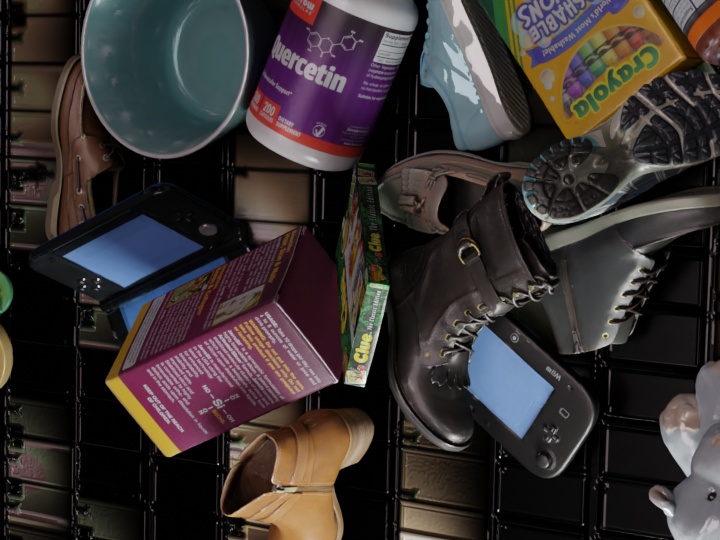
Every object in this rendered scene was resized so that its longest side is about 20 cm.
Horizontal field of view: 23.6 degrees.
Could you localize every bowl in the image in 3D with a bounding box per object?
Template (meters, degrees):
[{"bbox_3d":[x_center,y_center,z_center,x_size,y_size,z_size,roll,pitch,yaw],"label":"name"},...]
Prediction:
[{"bbox_3d":[-0.156,-0.206,1.633,0.201,0.105,0.201,2,94,33],"label":"bowl"}]

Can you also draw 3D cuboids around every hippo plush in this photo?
[{"bbox_3d":[0.280,0.160,1.346,0.159,0.161,0.200,40,114,23],"label":"hippo plush"}]

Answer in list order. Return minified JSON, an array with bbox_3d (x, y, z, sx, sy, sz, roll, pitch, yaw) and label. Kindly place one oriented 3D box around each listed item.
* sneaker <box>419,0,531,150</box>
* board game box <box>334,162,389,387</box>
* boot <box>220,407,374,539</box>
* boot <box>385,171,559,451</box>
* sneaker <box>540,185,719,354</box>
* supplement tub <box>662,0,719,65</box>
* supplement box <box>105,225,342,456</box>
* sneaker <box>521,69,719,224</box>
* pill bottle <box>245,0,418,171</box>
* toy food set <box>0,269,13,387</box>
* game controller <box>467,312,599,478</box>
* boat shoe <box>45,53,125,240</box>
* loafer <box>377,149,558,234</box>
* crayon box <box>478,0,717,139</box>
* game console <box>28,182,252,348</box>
[{"bbox_3d":[0.077,-0.198,1.502,0.082,0.074,0.200,-22,81,29],"label":"sneaker"},{"bbox_3d":[0.000,0.000,1.491,0.023,0.200,0.105,6,121,-7],"label":"board game box"},{"bbox_3d":[-0.075,0.214,1.584,0.074,0.155,0.200,29,109,28],"label":"boot"},{"bbox_3d":[0.097,0.037,1.449,0.174,0.069,0.200,-28,76,40],"label":"boot"},{"bbox_3d":[0.232,0.000,1.424,0.200,0.075,0.106,-20,87,42],"label":"sneaker"},{"bbox_3d":[0.284,-0.235,1.346,0.107,0.107,0.200,-39,74,29],"label":"supplement tub"},{"bbox_3d":[-0.115,0.065,1.585,0.200,0.131,0.103,-25,114,26],"label":"supplement box"},{"bbox_3d":[0.221,-0.098,1.402,0.200,0.086,0.078,-24,80,-1],"label":"sneaker"},{"bbox_3d":[-0.020,-0.197,1.541,0.112,0.112,0.200,32,110,27],"label":"pill bottle"},{"bbox_3d":[-0.457,0.035,1.881,0.200,0.049,0.198,8,98,33],"label":"toy food set"},{"bbox_3d":[0.121,0.088,1.507,0.200,0.042,0.104,42,133,22],"label":"game controller"},{"bbox_3d":[-0.267,-0.116,1.739,0.068,0.072,0.200,16,112,27],"label":"boat shoe"},{"bbox_3d":[0.091,-0.063,1.502,0.200,0.063,0.072,3,114,32],"label":"loafer"},{"bbox_3d":[0.197,-0.193,1.437,0.126,0.052,0.200,-39,73,29],"label":"crayon box"},{"bbox_3d":[-0.201,0.026,1.678,0.200,0.171,0.118,-25,54,31],"label":"game console"}]
